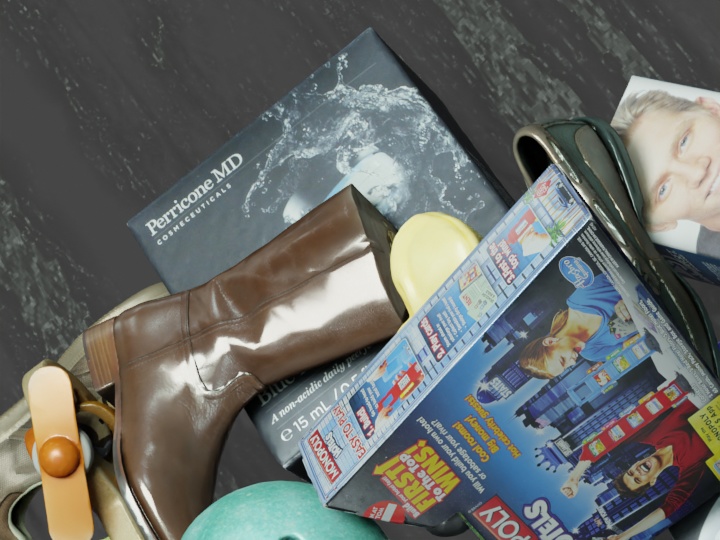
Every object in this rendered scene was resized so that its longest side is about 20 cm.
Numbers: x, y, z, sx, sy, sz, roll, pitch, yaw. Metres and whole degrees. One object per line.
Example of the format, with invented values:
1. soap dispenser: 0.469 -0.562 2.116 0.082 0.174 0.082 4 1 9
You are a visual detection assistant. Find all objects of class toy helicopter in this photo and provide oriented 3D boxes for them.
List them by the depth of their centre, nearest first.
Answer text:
1. toy helicopter: -0.144 0.134 1.376 0.079 0.132 0.200 -33 63 5

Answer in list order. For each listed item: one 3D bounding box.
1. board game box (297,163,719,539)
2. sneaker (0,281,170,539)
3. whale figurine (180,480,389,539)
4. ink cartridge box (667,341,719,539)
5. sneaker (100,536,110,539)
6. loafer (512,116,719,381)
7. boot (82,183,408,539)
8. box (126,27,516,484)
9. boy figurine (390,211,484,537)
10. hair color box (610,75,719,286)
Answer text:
1. board game box: 0.080 0.080 1.242 0.200 0.200 0.062 -36 33 6
2. sneaker: -0.171 0.093 1.503 0.200 0.070 0.076 -42 81 9
3. whale figurine: -0.055 0.196 1.220 0.159 0.104 0.200 24 56 11
4. ink cartridge box: 0.252 0.086 1.309 0.198 0.043 0.200 -33 45 8
5. sneaker: -0.175 0.206 1.443 0.200 0.090 0.078 -34 62 6
6. loafer: 0.137 0.004 1.330 0.072 0.063 0.200 -39 63 38
7. boot: -0.044 0.065 1.330 0.200 0.064 0.187 -25 69 9
8. box: 0.000 0.000 1.427 0.197 0.117 0.200 -38 63 6
9. boy figurine: 0.047 0.057 1.300 0.124 0.200 0.064 -24 41 -17
10. hair color box: 0.224 -0.042 1.349 0.200 0.061 0.100 16 78 46
